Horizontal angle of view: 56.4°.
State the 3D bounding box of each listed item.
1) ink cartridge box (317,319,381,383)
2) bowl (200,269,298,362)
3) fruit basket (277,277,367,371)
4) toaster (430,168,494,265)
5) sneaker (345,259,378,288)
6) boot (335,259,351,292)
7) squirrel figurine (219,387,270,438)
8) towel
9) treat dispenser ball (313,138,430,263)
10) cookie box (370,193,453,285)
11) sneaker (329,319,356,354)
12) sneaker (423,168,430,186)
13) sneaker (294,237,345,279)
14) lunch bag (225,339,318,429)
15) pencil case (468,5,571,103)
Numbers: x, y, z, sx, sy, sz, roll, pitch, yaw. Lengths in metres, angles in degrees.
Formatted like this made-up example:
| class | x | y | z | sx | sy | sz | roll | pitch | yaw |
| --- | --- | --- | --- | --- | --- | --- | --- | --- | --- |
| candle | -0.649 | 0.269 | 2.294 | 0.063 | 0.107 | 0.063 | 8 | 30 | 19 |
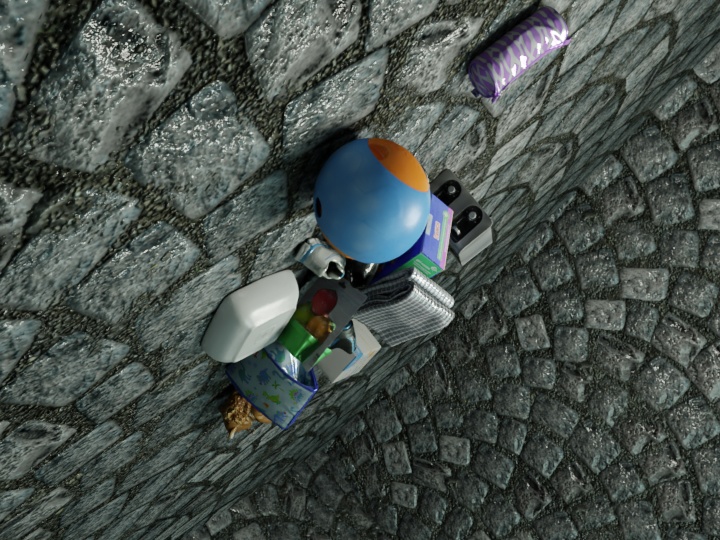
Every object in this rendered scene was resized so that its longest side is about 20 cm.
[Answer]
| class | x | y | z | sx | sy | sz | roll | pitch | yaw |
| --- | --- | --- | --- | --- | --- | --- | --- | --- | --- |
| ink cartridge box | -0.039 | 0.238 | 2.055 | 0.129 | 0.126 | 0.199 | -47 | 163 | 22 |
| bowl | -0.215 | 0.104 | 1.378 | 0.198 | 0.075 | 0.201 | -27 | 159 | -47 |
| fruit basket | -0.087 | 0.104 | 1.466 | 0.200 | 0.184 | 0.094 | -47 | 128 | -7 |
| toaster | 0.238 | -0.128 | 1.655 | 0.118 | 0.182 | 0.200 | -37 | 164 | 3 |
| sneaker | 0.000 | 0.000 | 1.441 | 0.092 | 0.066 | 0.200 | -58 | 179 | -17 |
| boot | 0.005 | 0.028 | 1.593 | 0.198 | 0.131 | 0.068 | -35 | 164 | -21 |
| squirrel figurine | -0.303 | 0.355 | 1.783 | 0.184 | 0.144 | 0.200 | -32 | 151 | 9 |
| towel | 0.086 | 0.084 | 1.470 | 0.197 | 0.088 | 0.164 | -23 | 141 | 36 |
| treat dispenser ball | 0.019 | -0.115 | 1.114 | 0.199 | 0.202 | 0.202 | -37 | 164 | -12 |
| cookie box | 0.111 | -0.046 | 1.515 | 0.199 | 0.074 | 0.174 | -35 | -149 | 47 |
| sneaker | -0.091 | 0.153 | 1.618 | 0.073 | 0.197 | 0.084 | -38 | 123 | -36 |
| sneaker | 0.078 | -0.132 | 1.409 | 0.204 | 0.088 | 0.078 | -66 | -159 | 0 |
| sneaker | -0.057 | -0.019 | 1.403 | 0.075 | 0.087 | 0.199 | -50 | 164 | 25 |
| lunch bag | -0.195 | 0.246 | 1.565 | 0.126 | 0.201 | 0.171 | -21 | 155 | -48 |
| pencil case | 0.288 | -0.396 | 1.230 | 0.199 | 0.086 | 0.084 | -40 | 166 | -8 |
